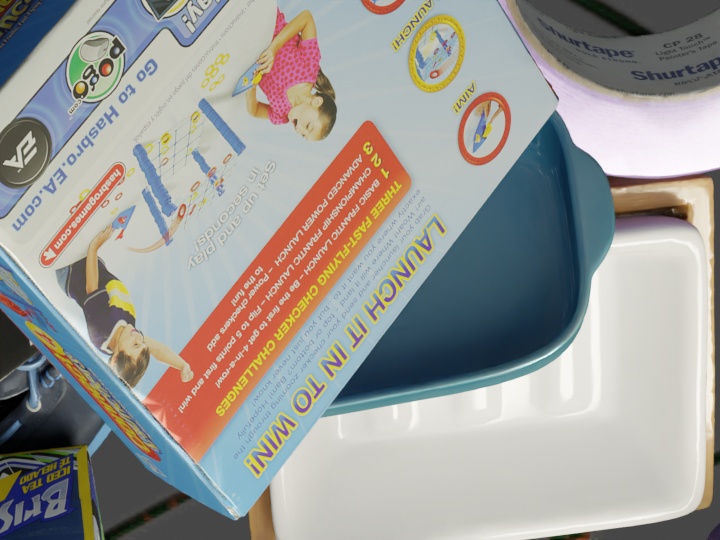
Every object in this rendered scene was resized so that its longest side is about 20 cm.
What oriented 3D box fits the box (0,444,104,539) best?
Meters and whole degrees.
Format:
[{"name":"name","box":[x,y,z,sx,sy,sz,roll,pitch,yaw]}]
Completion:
[{"name":"box","box":[-0.136,0.158,1.061,0.070,0.064,0.200,-7,141,-4]}]

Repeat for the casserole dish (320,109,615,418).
[{"name":"casserole dish","box":[0.000,0.000,0.953,0.200,0.121,0.039,-10,154,10]}]

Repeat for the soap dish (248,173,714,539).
[{"name":"soap dish","box":[0.046,0.035,1.054,0.200,0.081,0.157,-6,117,-4]}]

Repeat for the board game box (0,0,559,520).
[{"name":"board game box","box":[-0.044,-0.052,0.846,0.200,0.056,0.196,-52,135,-17]}]

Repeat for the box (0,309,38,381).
[{"name":"box","box":[-0.189,-0.066,0.937,0.141,0.079,0.200,13,121,28]}]

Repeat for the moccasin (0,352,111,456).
[{"name":"moccasin","box":[-0.135,0.041,1.030,0.068,0.080,0.200,17,113,-29]}]

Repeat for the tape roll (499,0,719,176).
[{"name":"tape roll","box":[0.115,-0.140,0.975,0.200,0.066,0.200,-3,117,-7]}]

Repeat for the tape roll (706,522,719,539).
[{"name":"tape roll","box":[0.226,0.188,1.089,0.200,0.200,0.066,17,113,-16]}]
